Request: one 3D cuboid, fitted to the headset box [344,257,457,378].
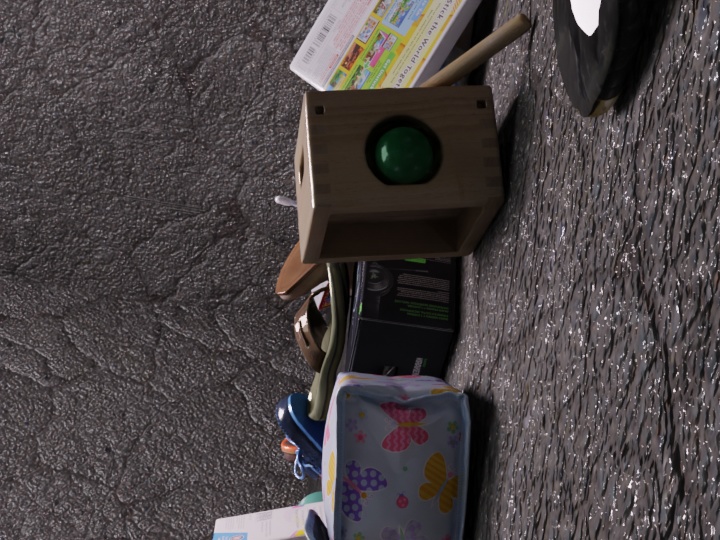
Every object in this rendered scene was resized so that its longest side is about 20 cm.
[{"bbox_3d":[0.038,0.039,1.270,0.175,0.092,0.201,102,175,-51],"label":"headset box"}]

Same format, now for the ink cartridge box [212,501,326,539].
[{"bbox_3d":[-0.057,0.337,1.410,0.129,0.199,0.126,-125,26,-85],"label":"ink cartridge box"}]

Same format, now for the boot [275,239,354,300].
[{"bbox_3d":[0.000,0.000,1.448,0.070,0.146,0.200,5,50,48],"label":"boot"}]

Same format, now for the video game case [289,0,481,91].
[{"bbox_3d":[0.030,-0.257,1.304,0.182,0.023,0.201,41,102,42],"label":"video game case"}]

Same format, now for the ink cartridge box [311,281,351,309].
[{"bbox_3d":[0.015,-0.034,1.634,0.200,0.175,0.084,114,133,-78],"label":"ink cartridge box"}]

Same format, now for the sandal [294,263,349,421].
[{"bbox_3d":[-0.046,0.074,1.364,0.080,0.057,0.202,-85,6,-66],"label":"sandal"}]

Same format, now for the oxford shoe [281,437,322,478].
[{"bbox_3d":[-0.030,0.238,1.585,0.200,0.071,0.073,10,-96,-55],"label":"oxford shoe"}]

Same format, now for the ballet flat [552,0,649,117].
[{"bbox_3d":[0.139,-0.164,0.645,0.067,0.056,0.201,-125,29,-42],"label":"ballet flat"}]

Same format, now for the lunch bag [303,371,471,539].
[{"bbox_3d":[0.019,0.186,1.003,0.170,0.126,0.202,178,94,-88],"label":"lunch bag"}]

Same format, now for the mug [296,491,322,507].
[{"bbox_3d":[-0.040,0.357,1.567,0.185,0.114,0.153,105,172,-58],"label":"mug"}]

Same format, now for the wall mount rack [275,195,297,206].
[{"bbox_3d":[-0.004,-0.115,1.606,0.075,0.173,0.200,59,152,5],"label":"wall mount rack"}]

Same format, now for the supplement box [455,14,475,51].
[{"bbox_3d":[0.054,-0.234,1.399,0.074,0.125,0.201,174,105,-85],"label":"supplement box"}]

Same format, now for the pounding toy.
[{"bbox_3d":[0.042,-0.105,1.065,0.200,0.183,0.143,110,156,-73],"label":"pounding toy"}]

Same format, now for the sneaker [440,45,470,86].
[{"bbox_3d":[0.079,-0.163,1.284,0.201,0.072,0.072,-88,9,-49],"label":"sneaker"}]

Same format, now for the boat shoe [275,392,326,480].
[{"bbox_3d":[-0.042,0.220,1.465,0.200,0.068,0.084,49,-153,-32],"label":"boat shoe"}]
